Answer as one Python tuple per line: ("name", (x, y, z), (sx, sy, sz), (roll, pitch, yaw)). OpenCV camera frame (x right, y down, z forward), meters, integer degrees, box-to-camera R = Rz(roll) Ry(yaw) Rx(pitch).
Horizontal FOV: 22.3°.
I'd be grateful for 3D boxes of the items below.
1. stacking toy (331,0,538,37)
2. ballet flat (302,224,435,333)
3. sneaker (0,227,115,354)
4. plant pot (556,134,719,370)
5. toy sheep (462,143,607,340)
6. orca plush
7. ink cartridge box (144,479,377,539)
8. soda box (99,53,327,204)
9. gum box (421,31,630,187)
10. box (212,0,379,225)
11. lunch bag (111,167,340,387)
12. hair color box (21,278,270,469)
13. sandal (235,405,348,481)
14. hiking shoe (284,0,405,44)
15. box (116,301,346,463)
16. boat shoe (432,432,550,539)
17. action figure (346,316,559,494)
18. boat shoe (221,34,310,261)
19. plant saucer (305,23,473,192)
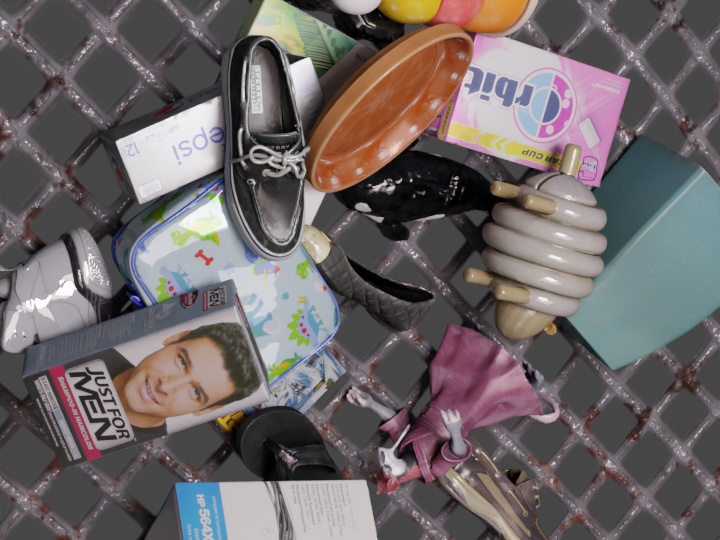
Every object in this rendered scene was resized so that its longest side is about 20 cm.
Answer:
("stacking toy", (0.056, -0.270, 1.664), (0.199, 0.145, 0.148), (-19, 110, -36))
("ballet flat", (0.000, 0.000, 1.774), (0.057, 0.067, 0.200), (-42, 138, 11))
("sneaker", (-0.274, 0.070, 1.679), (0.114, 0.075, 0.202), (-20, 105, -18))
("plant pot", (0.288, -0.008, 1.885), (0.200, 0.141, 0.141), (-44, 116, -1))
("toy sheep", (0.179, -0.027, 1.791), (0.137, 0.138, 0.202), (15, 101, -27))
("orca plush", (0.073, -0.069, 1.806), (0.199, 0.071, 0.106), (22, 93, -27))
("ink cartridge box", (-0.098, 0.271, 1.755), (0.198, 0.085, 0.146), (2, 145, -21))
("soda box", (-0.132, -0.131, 1.662), (0.199, 0.068, 0.064), (-26, 107, -16))
("gum box", (0.160, -0.166, 1.825), (0.198, 0.066, 0.115), (14, 94, -27))
("box", (-0.077, -0.145, 1.739), (0.143, 0.036, 0.202), (24, 90, -27))
("lunch bag", (-0.127, 0.013, 1.683), (0.160, 0.082, 0.201), (-38, 113, -14))
("hair color box", (-0.188, 0.092, 1.617), (0.198, 0.061, 0.100), (-19, 114, 2))
("sandal", (-0.051, 0.199, 1.794), (0.075, 0.048, 0.201), (-47, 133, -7))
("hiking shoe", (-0.027, -0.292, 1.715), (0.199, 0.075, 0.102), (27, 82, -37))
("box", (-0.124, 0.073, 1.766), (0.137, 0.040, 0.200), (-44, 116, -11))
("boat shoe", (0.158, 0.244, 1.917), (0.200, 0.074, 0.074), (42, 84, -28))
("action figure", (0.083, 0.153, 1.855), (0.200, 0.134, 0.149), (-50, 135, -9))
("boat shoe", (-0.078, -0.107, 1.606), (0.073, 0.068, 0.202), (-4, 95, -22))
("plant saucer", (0.022, -0.153, 1.686), (0.200, 0.201, 0.032), (-40, 75, -11))
